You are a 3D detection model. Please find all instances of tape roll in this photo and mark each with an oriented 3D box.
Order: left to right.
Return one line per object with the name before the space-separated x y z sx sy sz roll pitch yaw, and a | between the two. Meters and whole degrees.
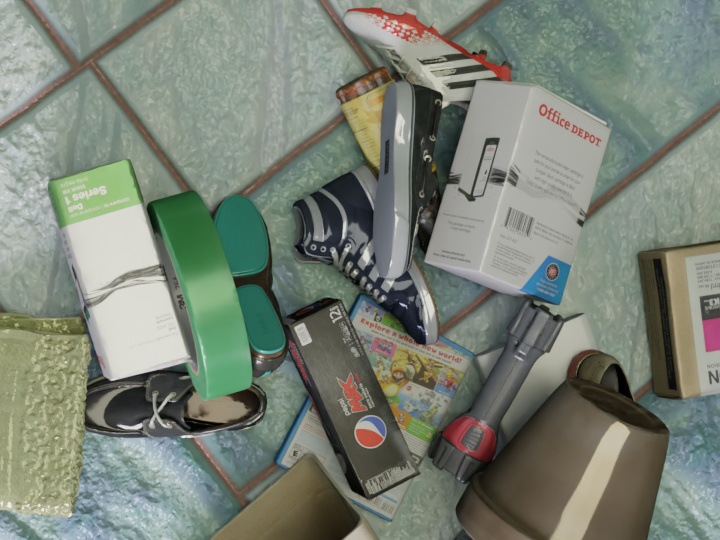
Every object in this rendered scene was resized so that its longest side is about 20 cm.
tape roll | -0.158 0.024 1.582 0.048 0.200 0.201 -17 95 -13

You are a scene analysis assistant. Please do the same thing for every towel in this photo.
towel | -0.341 0.142 1.609 0.148 0.036 0.201 3 88 2

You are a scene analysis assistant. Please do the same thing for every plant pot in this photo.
plant pot | -0.048 0.337 1.620 0.200 0.200 0.177 -40 111 -5
plant pot | 0.222 0.211 1.635 0.199 0.200 0.174 23 102 -13

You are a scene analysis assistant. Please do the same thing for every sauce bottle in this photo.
sauce bottle | 0.044 -0.113 1.702 0.066 0.066 0.200 -30 99 -12

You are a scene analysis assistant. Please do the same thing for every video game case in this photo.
video game case | 0.016 0.145 1.721 0.143 0.018 0.200 28 84 -12

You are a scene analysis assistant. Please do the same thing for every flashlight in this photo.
flashlight | 0.145 0.126 1.705 0.068 0.068 0.200 22 99 -43

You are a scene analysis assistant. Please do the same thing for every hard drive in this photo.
hard drive | 0.215 0.163 1.765 0.132 0.027 0.201 -21 96 -12

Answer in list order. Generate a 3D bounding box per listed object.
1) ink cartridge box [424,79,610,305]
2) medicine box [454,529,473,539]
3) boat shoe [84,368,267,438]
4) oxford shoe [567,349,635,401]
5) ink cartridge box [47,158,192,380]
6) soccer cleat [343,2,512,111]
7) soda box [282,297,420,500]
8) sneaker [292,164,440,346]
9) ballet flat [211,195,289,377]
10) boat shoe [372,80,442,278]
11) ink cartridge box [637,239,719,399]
ink cartridge box | 0.165 -0.081 1.693 0.146 0.084 0.201 21 83 -45
medicine box | 0.122 0.410 1.706 0.182 0.103 0.200 44 80 -10
boat shoe | -0.193 0.134 1.644 0.199 0.068 0.072 0 91 -10
oxford shoe | 0.265 0.186 1.726 0.070 0.075 0.201 -15 95 -13
ink cartridge box | -0.237 0.003 1.585 0.084 0.146 0.201 -17 91 -11
soccer cleat | 0.067 -0.212 1.705 0.200 0.069 0.085 24 81 -18
soda box | -0.014 0.130 1.666 0.063 0.071 0.201 -25 97 -13
sneaker | 0.000 0.000 1.682 0.108 0.070 0.201 -23 85 -16
ballet flat | -0.120 0.021 1.647 0.068 0.068 0.201 -2 57 -17
boat shoe | 0.051 -0.091 1.636 0.056 0.069 0.201 5 86 -17
ink cartridge box | 0.417 0.045 1.790 0.199 0.075 0.165 -9 92 -14
